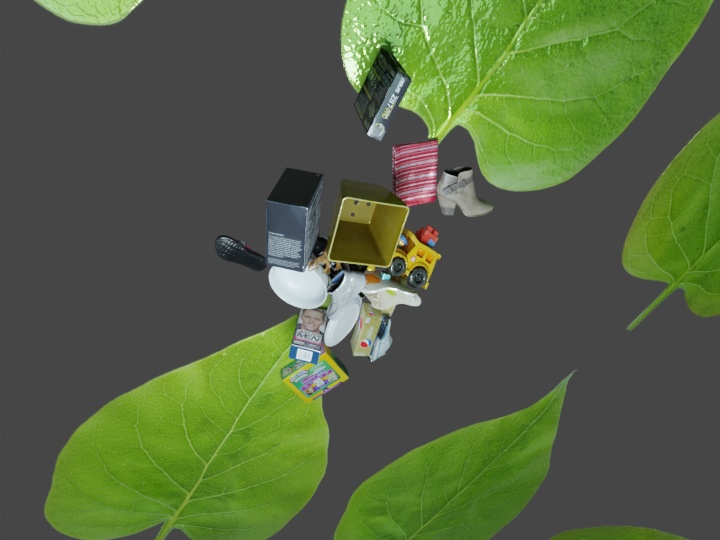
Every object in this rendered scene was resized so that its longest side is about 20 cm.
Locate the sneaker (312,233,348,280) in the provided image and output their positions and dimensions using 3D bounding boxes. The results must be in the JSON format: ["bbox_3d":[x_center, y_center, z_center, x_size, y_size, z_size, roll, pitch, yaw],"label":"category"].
[{"bbox_3d":[-0.086,-0.019,1.648,0.072,0.113,0.201,-32,127,9],"label":"sneaker"}]

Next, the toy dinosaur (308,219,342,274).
[{"bbox_3d":[-0.091,-0.053,1.557,0.058,0.202,0.109,-2,126,23],"label":"toy dinosaur"}]

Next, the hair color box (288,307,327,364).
[{"bbox_3d":[-0.166,0.204,1.721,0.097,0.202,0.062,14,124,-5],"label":"hair color box"}]

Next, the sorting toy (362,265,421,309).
[{"bbox_3d":[0.104,0.066,1.693,0.110,0.175,0.200,-67,158,-12],"label":"sorting toy"}]

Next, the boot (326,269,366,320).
[{"bbox_3d":[-0.070,0.071,1.616,0.094,0.075,0.202,13,126,-37],"label":"boot"}]

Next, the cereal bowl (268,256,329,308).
[{"bbox_3d":[-0.182,0.019,1.646,0.193,0.085,0.204,12,137,11],"label":"cereal bowl"}]

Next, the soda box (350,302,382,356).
[{"bbox_3d":[0.019,0.210,1.862,0.062,0.069,0.204,4,131,-17],"label":"soda box"}]

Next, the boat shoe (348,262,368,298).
[{"bbox_3d":[0.000,0.000,1.715,0.071,0.066,0.204,-14,127,-2],"label":"boat shoe"}]

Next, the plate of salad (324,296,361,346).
[{"bbox_3d":[-0.063,0.163,1.785,0.200,0.047,0.203,-45,153,-30],"label":"plate of salad"}]

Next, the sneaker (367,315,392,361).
[{"bbox_3d":[0.082,0.237,1.918,0.084,0.076,0.204,-8,134,-31],"label":"sneaker"}]

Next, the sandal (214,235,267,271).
[{"bbox_3d":[-0.362,-0.056,1.596,0.074,0.046,0.198,-36,141,19],"label":"sandal"}]

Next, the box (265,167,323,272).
[{"bbox_3d":[-0.181,-0.144,1.462,0.119,0.202,0.203,11,125,3],"label":"box"}]

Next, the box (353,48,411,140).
[{"bbox_3d":[0.050,-0.441,1.320,0.048,0.202,0.163,19,119,-25],"label":"box"}]

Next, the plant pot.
[{"bbox_3d":[0.004,-0.154,1.533,0.193,0.179,0.204,6,125,-19],"label":"plant pot"}]

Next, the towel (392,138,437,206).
[{"bbox_3d":[0.163,-0.285,1.581,0.140,0.023,0.205,-11,127,-9],"label":"towel"}]

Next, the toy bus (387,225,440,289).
[{"bbox_3d":[0.157,-0.065,1.679,0.196,0.136,0.196,26,98,-28],"label":"toy bus"}]

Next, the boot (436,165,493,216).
[{"bbox_3d":[0.327,-0.245,1.626,0.193,0.071,0.150,-7,125,-11],"label":"boot"}]

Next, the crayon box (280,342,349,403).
[{"bbox_3d":[-0.167,0.381,1.953,0.197,0.059,0.174,-32,126,9],"label":"crayon box"}]

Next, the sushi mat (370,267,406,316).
[{"bbox_3d":[0.098,0.077,1.832,0.093,0.012,0.204,9,123,-23],"label":"sushi mat"}]
